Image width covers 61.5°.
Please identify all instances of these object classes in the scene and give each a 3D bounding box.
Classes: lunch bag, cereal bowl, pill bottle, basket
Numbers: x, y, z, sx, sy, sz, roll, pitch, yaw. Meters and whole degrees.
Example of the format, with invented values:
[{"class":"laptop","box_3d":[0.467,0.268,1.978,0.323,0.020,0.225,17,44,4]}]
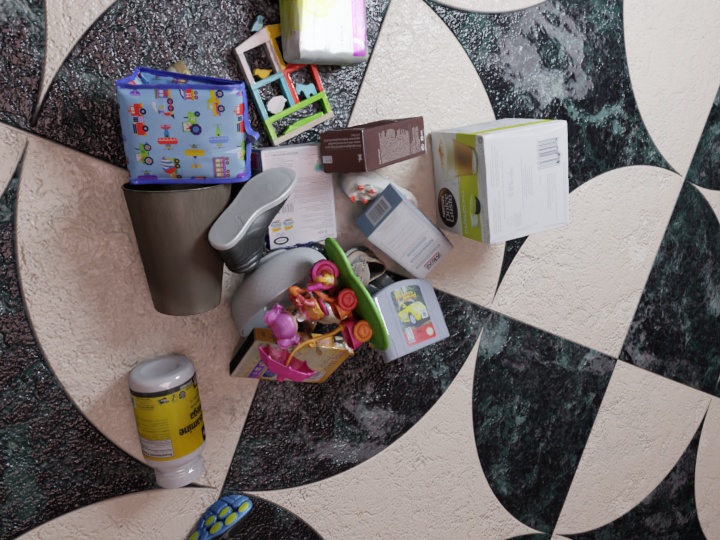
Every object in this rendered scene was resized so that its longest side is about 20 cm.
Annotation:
[{"class":"lunch bag","box_3d":[-0.252,-0.212,0.918,0.193,0.095,0.155,5,122,1]},{"class":"cereal bowl","box_3d":[-0.145,0.025,1.059,0.197,0.201,0.084,-31,78,-18]},{"class":"pill bottle","box_3d":[-0.327,0.261,1.044,0.109,0.112,0.207,-12,108,-24]},{"class":"basket","box_3d":[-0.287,-0.042,0.987,0.177,0.134,0.207,-14,113,-37]}]

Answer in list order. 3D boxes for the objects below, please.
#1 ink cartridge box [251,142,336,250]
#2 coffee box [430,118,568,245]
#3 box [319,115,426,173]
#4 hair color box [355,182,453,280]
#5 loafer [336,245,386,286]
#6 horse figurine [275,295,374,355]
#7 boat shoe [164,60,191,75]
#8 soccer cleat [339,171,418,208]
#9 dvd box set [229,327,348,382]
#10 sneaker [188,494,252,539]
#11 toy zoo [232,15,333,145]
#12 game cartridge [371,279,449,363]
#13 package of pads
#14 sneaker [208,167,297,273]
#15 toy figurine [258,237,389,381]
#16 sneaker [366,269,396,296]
[{"class":"ink cartridge box","box_3d":[-0.119,-0.120,1.086,0.133,0.076,0.207,-11,105,-24]},{"class":"coffee box","box_3d":[0.273,-0.185,1.206,0.195,0.197,0.206,-14,109,-21]},{"class":"box","box_3d":[0.026,-0.226,1.082,0.198,0.098,0.077,-29,117,-48]},{"class":"hair color box","box_3d":[0.089,-0.070,1.169,0.099,0.061,0.199,-45,136,10]},{"class":"loafer","box_3d":[0.000,0.000,1.114,0.061,0.200,0.074,25,109,10]},{"class":"horse figurine","box_3d":[-0.061,0.090,1.079,0.195,0.135,0.050,3,136,-30]},{"class":"boat shoe","box_3d":[-0.244,-0.252,0.992,0.067,0.074,0.200,-46,118,-4]},{"class":"soccer cleat","box_3d":[0.039,-0.155,1.170,0.197,0.079,0.069,16,131,-43]},{"class":"dvd box set","box_3d":[-0.129,0.160,1.120,0.195,0.030,0.147,9,143,-28]},{"class":"sneaker","box_3d":[-0.278,0.518,1.161,0.201,0.070,0.083,-51,132,-7]},{"class":"toy zoo","box_3d":[-0.137,-0.341,1.057,0.129,0.020,0.205,-29,113,-19]},{"class":"game cartridge","box_3d":[0.091,0.088,1.169,0.197,0.041,0.136,-13,77,-48]},{"class":"package of pads","box_3d":[-0.065,-0.457,1.026,0.151,0.067,0.207,-11,102,-35]},{"class":"sneaker","box_3d":[-0.170,-0.080,0.999,0.201,0.069,0.101,-53,157,-30]},{"class":"toy figurine","box_3d":[-0.078,0.082,0.939,0.181,0.150,0.204,-30,104,-16]},{"class":"sneaker","box_3d":[0.049,0.078,1.231,0.200,0.060,0.105,44,81,-24]}]
